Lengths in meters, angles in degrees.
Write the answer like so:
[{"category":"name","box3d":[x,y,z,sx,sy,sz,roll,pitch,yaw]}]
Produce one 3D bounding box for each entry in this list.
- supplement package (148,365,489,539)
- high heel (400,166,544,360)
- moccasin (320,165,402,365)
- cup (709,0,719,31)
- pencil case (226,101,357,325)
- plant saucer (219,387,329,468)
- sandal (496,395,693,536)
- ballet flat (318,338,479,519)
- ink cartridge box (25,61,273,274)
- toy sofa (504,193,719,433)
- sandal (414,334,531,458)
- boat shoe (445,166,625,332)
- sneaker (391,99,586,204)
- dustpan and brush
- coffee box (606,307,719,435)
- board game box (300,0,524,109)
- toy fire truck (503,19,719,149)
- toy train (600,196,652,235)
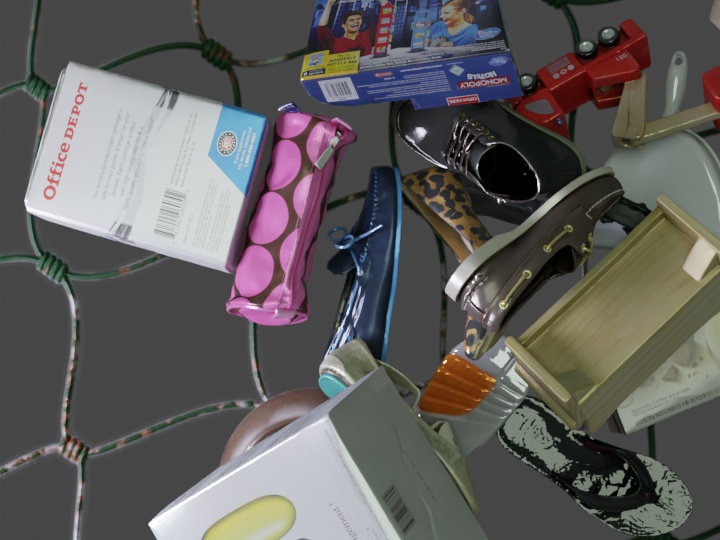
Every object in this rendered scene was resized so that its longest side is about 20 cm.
[{"category":"supplement package","box3d":[-0.030,0.225,1.070,0.199,0.147,0.193,-33,88,23]},{"category":"high heel","box3d":[0.079,-0.009,1.159,0.141,0.072,0.201,15,52,10]},{"category":"moccasin","box3d":[0.000,0.000,1.188,0.067,0.080,0.203,7,85,-3]},{"category":"cup","box3d":[0.404,-0.242,1.151,0.143,0.200,0.201,-44,85,18]},{"category":"pencil case","box3d":[-0.062,-0.047,1.182,0.090,0.093,0.203,18,83,-40]},{"category":"plant saucer","box3d":[-0.043,0.212,1.183,0.197,0.032,0.203,0,92,10]},{"category":"sandal","box3d":[0.216,0.187,1.181,0.199,0.048,0.076,28,87,5]},{"category":"ballet flat","box3d":[0.047,0.141,1.140,0.200,0.067,0.062,47,59,2]},{"category":"ink cartridge box","box3d":[-0.195,-0.095,1.202,0.197,0.086,0.148,16,86,5]},{"category":"toy sofa","box3d":[0.228,0.041,1.105,0.200,0.098,0.083,-43,58,-3]},{"category":"sandal","box3d":[0.087,0.138,1.191,0.079,0.059,0.207,42,110,12]},{"category":"boat shoe","box3d":[0.161,-0.019,1.085,0.199,0.072,0.060,-34,69,-27]},{"category":"sneaker","box3d":[0.098,-0.118,1.142,0.198,0.106,0.076,23,108,26]},{"category":"dustpan and brush","box3d":[0.288,-0.113,1.200,0.138,0.057,0.203,6,87,23]},{"category":"coffee box","box3d":[0.306,0.062,1.171,0.198,0.080,0.114,-21,85,0]},{"category":"board game box","box3d":[0.058,-0.245,1.190,0.197,0.062,0.202,-4,54,20]},{"category":"toy fire truck","box3d":[0.246,-0.158,1.174,0.198,0.049,0.142,-29,53,0]},{"category":"toy train","box3d":[0.187,-0.085,1.185,0.199,0.046,0.034,31,105,23]}]
